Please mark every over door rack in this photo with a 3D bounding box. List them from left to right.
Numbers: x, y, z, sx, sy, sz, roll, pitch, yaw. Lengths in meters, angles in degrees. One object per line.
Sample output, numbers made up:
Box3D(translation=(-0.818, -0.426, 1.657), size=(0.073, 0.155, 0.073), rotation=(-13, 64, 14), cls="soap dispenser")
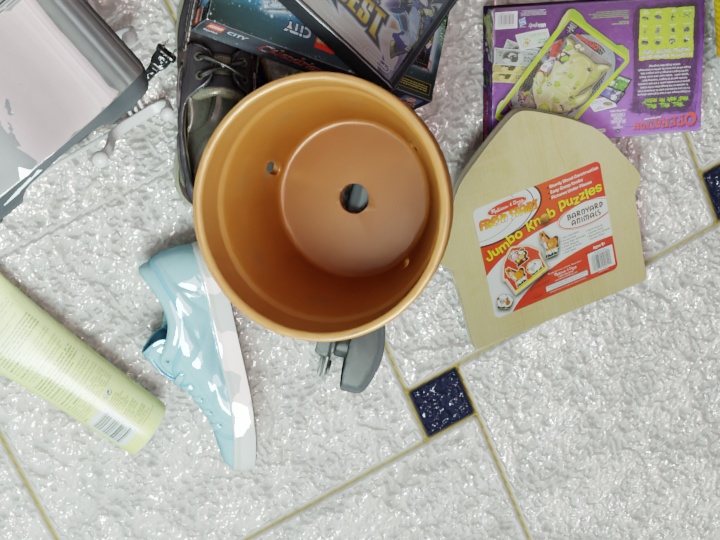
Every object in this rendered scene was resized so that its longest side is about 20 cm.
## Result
Box3D(translation=(-0.258, -0.137, 1.316), size=(0.199, 0.067, 0.149), rotation=(-29, 111, -8), cls="over door rack")

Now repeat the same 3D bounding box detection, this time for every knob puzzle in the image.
Box3D(translation=(0.151, -0.052, 1.482), size=(0.217, 0.030, 0.222), rotation=(-9, 115, -19), cls="knob puzzle")

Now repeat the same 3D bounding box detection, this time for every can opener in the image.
Box3D(translation=(0.000, 0.000, 1.442), size=(0.066, 0.053, 0.202), rotation=(12, 99, -4), cls="can opener")

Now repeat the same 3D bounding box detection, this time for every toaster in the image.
Box3D(translation=(-0.244, -0.138, 1.227), size=(0.200, 0.114, 0.129), rotation=(-40, 107, 2), cls="toaster")

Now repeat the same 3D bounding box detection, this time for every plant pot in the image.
Box3D(translation=(-0.018, -0.052, 1.339), size=(0.198, 0.140, 0.203), rotation=(1, 95, 11), cls="plant pot")

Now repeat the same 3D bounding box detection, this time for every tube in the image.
Box3D(translation=(-0.250, 0.074, 1.391), size=(0.199, 0.052, 0.058), rotation=(37, 51, -19), cls="tube")

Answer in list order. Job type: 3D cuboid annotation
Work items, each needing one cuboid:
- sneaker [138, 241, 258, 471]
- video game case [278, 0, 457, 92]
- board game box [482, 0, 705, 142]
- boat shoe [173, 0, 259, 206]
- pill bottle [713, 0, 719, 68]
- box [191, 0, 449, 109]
Box3D(translation=(-0.137, 0.075, 1.417), size=(0.081, 0.074, 0.202), rotation=(-13, 101, -5), cls="sneaker")
Box3D(translation=(-0.003, -0.270, 1.334), size=(0.200, 0.025, 0.181), rotation=(41, 68, -15), cls="video game case")
Box3D(translation=(0.201, -0.173, 1.472), size=(0.198, 0.032, 0.121), rotation=(-5, 103, -15), cls="board game box")
Box3D(translation=(-0.113, -0.145, 1.358), size=(0.071, 0.065, 0.202), rotation=(5, 100, -15), cls="boat shoe")
Box3D(translation=(0.359, -0.224, 1.463), size=(0.112, 0.113, 0.202), rotation=(-12, 108, -14), cls="pill bottle")
Box3D(translation=(-0.024, -0.224, 1.353), size=(0.198, 0.038, 0.138), rotation=(18, 76, -22), cls="box")
